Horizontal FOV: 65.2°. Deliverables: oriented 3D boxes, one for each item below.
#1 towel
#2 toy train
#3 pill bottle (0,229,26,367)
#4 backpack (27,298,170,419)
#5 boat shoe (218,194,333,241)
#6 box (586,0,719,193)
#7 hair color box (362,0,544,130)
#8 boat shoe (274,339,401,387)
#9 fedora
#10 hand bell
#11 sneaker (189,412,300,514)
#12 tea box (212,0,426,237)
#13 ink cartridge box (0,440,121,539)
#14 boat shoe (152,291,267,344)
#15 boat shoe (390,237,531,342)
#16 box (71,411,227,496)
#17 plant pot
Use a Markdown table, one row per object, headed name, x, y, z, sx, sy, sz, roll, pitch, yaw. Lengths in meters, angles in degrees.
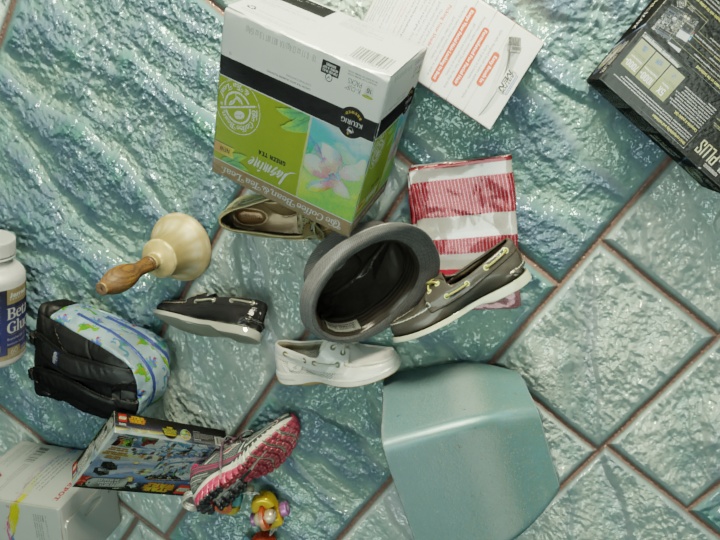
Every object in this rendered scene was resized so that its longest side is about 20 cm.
| name | x | y | z | sx | sy | sz | roll | pitch | yaw |
| --- | --- | --- | --- | --- | --- | --- | --- | --- | --- |
| towel | 0.139 | -0.044 | 0.756 | 0.139 | 0.023 | 0.207 | -4 | 105 | 13 |
| toy train | -0.202 | 0.423 | 0.936 | 0.199 | 0.056 | 0.151 | 41 | 105 | -13 |
| pill bottle | -0.594 | 0.043 | 0.896 | 0.108 | 0.111 | 0.206 | 14 | 109 | 7 |
| backpack | -0.396 | 0.148 | 0.878 | 0.196 | 0.152 | 0.168 | 20 | 108 | 27 |
| boat shoe | -0.098 | -0.072 | 0.778 | 0.193 | 0.063 | 0.076 | -5 | 105 | 13 |
| box | 0.384 | -0.213 | 0.618 | 0.199 | 0.086 | 0.165 | 39 | 110 | -1 |
| hair color box | 0.105 | -0.273 | 0.675 | 0.197 | 0.064 | 0.112 | 35 | 111 | 3 |
| boat shoe | -0.039 | 0.123 | 0.818 | 0.193 | 0.071 | 0.072 | -6 | 107 | 15 |
| fedora | 0.000 | 0.000 | 0.747 | 0.199 | 0.091 | 0.177 | -41 | 135 | 6 |
| hand bell | -0.293 | -0.005 | 0.768 | 0.100 | 0.200 | 0.108 | 3 | 108 | 10 |
| sneaker | -0.183 | 0.285 | 0.878 | 0.197 | 0.075 | 0.081 | -34 | 138 | -7 |
| tea box | -0.053 | -0.187 | 0.664 | 0.195 | 0.134 | 0.201 | 25 | 129 | 10 |
| ink cartridge box | -0.543 | 0.409 | 0.974 | 0.193 | 0.146 | 0.150 | 4 | 108 | 11 |
| boat shoe | -0.226 | 0.063 | 0.847 | 0.194 | 0.074 | 0.062 | 5 | 67 | 28 |
| boat shoe | 0.120 | 0.028 | 0.735 | 0.197 | 0.072 | 0.062 | -28 | 96 | 10 |
| box | -0.326 | 0.293 | 0.886 | 0.197 | 0.040 | 0.137 | 26 | 115 | -42 |
| plant pot | 0.149 | 0.239 | 0.754 | 0.194 | 0.197 | 0.201 | -18 | 102 | 8 |
